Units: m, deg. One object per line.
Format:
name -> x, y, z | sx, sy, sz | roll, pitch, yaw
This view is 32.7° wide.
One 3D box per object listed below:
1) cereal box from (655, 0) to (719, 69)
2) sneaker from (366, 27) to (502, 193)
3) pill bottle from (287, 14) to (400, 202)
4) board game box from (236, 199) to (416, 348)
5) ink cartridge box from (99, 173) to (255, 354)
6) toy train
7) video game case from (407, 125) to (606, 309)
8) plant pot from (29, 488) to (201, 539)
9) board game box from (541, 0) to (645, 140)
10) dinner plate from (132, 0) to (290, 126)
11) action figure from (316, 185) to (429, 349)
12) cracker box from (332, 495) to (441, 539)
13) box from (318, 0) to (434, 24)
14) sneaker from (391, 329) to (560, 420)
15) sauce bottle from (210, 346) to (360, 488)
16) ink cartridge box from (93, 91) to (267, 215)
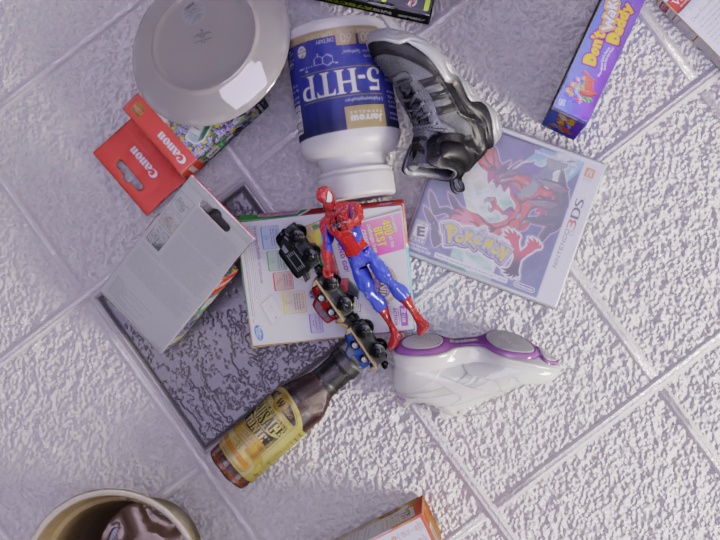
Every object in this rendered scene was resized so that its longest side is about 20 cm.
cereal box -> 0.466, -0.298, 1.436 | 0.144, 0.040, 0.200 | -44, 86, 1
sneaker -> 0.070, -0.175, 1.374 | 0.200, 0.075, 0.115 | 39, 66, -24
pill bottle -> -0.016, -0.183, 1.423 | 0.118, 0.120, 0.203 | -9, 88, 3
board game box -> -0.039, 0.004, 1.439 | 0.197, 0.040, 0.155 | -5, 101, 4
ink cartridge box -> -0.206, -0.010, 1.426 | 0.109, 0.050, 0.200 | 44, 115, 4
toy train -> -0.033, 0.036, 1.407 | 0.046, 0.034, 0.201 | -33, 98, 13
video game case -> 0.169, -0.074, 1.455 | 0.198, 0.023, 0.184 | 20, 89, 4
plant pot -> -0.260, 0.336, 1.387 | 0.198, 0.183, 0.203 | 0, 88, 3
board game box -> 0.274, -0.258, 1.400 | 0.044, 0.134, 0.202 | 25, 89, 4
dinner plate -> -0.177, -0.264, 1.414 | 0.198, 0.024, 0.203 | -5, 72, 15
action figure -> 0.000, 0.000, 1.361 | 0.065, 0.099, 0.201 | -27, 100, 22
cracker box -> -0.005, 0.333, 1.396 | 0.198, 0.134, 0.058 | -26, 87, 3
box -> 0.012, -0.414, 1.467 | 0.191, 0.048, 0.203 | 12, 88, 1
sneaker -> 0.134, 0.124, 1.438 | 0.197, 0.075, 0.101 | 1, 112, 0
sauce bottle -> -0.087, 0.169, 1.443 | 0.200, 0.066, 0.066 | -44, 86, 0
ink cartridge box -> -0.219, -0.174, 1.461 | 0.200, 0.050, 0.109 | -43, 85, 0
